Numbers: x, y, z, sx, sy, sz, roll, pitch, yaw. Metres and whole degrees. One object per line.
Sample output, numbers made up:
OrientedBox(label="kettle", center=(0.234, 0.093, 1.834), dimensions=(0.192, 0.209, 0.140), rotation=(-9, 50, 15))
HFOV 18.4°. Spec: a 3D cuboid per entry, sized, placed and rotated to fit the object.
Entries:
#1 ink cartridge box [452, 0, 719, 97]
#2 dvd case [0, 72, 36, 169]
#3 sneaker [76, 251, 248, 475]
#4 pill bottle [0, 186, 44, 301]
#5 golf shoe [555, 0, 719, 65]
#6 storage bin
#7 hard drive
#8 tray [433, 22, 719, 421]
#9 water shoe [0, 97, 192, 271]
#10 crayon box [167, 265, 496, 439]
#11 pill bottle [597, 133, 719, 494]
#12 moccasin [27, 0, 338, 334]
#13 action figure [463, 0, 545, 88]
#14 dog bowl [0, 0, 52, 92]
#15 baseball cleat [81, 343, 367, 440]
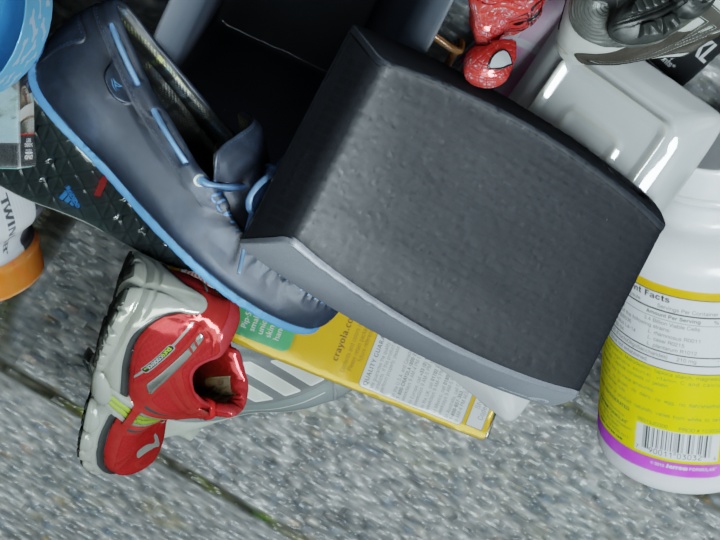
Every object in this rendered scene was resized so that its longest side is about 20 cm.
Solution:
OrientedBox(label="ink cartridge box", center=(0.132, -0.125, 1.206), dimensions=(0.095, 0.037, 0.200), rotation=(40, 115, -14))
OrientedBox(label="dvd case", center=(-0.235, -0.152, 1.126), dimensions=(0.146, 0.022, 0.200), rotation=(2, 97, 16))
OrientedBox(label="sneaker", center=(-0.105, 0.067, 1.223), dimensions=(0.085, 0.077, 0.200), rotation=(18, 151, -1))
OrientedBox(label="pill bottle", center=(-0.235, -0.079, 1.240), dimensions=(0.106, 0.106, 0.200), rotation=(-7, 118, 12))
OrientedBox(label="golf shoe", center=(0.182, -0.159, 1.137), dimensions=(0.078, 0.200, 0.094), rotation=(66, 156, 9))
OrientedBox(label="storage bin", center=(-0.015, -0.148, 1.155), dimensions=(0.145, 0.134, 0.200), rotation=(25, 121, -6))
OrientedBox(label="hard drive", center=(0.053, -0.021, 1.097), dimensions=(0.200, 0.042, 0.135), rotation=(28, 89, -26))
OrientedBox(label="tray", center=(0.093, -0.029, 1.178), dimensions=(0.107, 0.022, 0.200), rotation=(38, 102, 17))
OrientedBox(label="water shoe", center=(-0.143, -0.072, 1.186), dimensions=(0.200, 0.079, 0.072), rotation=(33, 130, -8))
OrientedBox(label="crayon box", center=(0.000, 0.000, 1.247), dimensions=(0.200, 0.052, 0.126), rotation=(21, 91, 2))
OrientedBox(label="pill bottle", center=(0.189, 0.018, 1.238), dimensions=(0.104, 0.104, 0.200), rotation=(4, 120, 5))
OrientedBox(label="moccasin", center=(-0.075, -0.050, 1.097), dimensions=(0.200, 0.080, 0.068), rotation=(42, 112, -16))
OrientedBox(label="action figure", center=(0.096, -0.176, 1.094), dimensions=(0.052, 0.200, 0.065), rotation=(24, 164, 9))
OrientedBox(label="dog bowl", center=(-0.216, -0.169, 1.076), dimensions=(0.111, 0.050, 0.200), rotation=(-25, 82, 18))
OrientedBox(label="baseball cleat", center=(-0.071, 0.042, 1.301), dimensions=(0.200, 0.070, 0.106), rotation=(-21, 127, 18))
